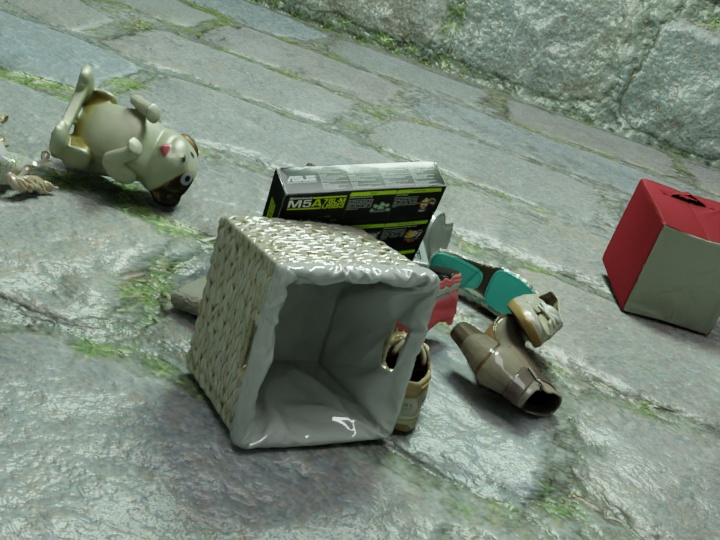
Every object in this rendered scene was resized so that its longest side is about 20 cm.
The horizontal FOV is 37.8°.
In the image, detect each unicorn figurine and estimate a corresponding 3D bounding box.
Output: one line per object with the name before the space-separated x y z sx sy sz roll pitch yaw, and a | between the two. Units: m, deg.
unicorn figurine | -0.514 -0.166 1.428 0.198 0.075 0.137 24 21 13

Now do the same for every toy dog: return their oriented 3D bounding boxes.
toy dog | -0.334 -0.170 1.530 0.198 0.194 0.141 21 58 -4

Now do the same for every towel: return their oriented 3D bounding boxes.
towel | -0.133 0.031 1.312 0.131 0.035 0.200 17 21 21

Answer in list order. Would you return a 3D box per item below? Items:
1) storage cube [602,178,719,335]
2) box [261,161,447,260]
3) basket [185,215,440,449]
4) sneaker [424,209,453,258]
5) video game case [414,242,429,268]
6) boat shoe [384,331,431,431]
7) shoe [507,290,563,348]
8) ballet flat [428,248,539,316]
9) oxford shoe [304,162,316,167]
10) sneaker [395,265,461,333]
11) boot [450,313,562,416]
storage cube | 0.541 -0.022 1.814 0.169 0.202 0.180 16 27 -8
box | -0.021 -0.041 1.215 0.197 0.194 0.048 -5 50 -23
basket | -0.054 0.059 1.099 0.198 0.201 0.161 3 23 -34
sneaker | 0.095 -0.064 1.673 0.078 0.079 0.200 19 1 11
video game case | -0.001 -0.042 1.441 0.179 0.022 0.200 11 16 -3
boat shoe | 0.055 0.113 1.233 0.073 0.070 0.200 17 21 -3
shoe | 0.237 0.056 1.402 0.070 0.053 0.200 55 12 4
ballet flat | 0.194 0.023 1.586 0.199 0.073 0.071 29 23 25
oxford shoe | -0.027 -0.116 1.676 0.071 0.074 0.199 12 -4 35
sneaker | 0.055 0.057 1.359 0.198 0.088 0.073 -15 19 -32
boot | 0.202 0.126 1.350 0.199 0.071 0.146 3 34 -51
